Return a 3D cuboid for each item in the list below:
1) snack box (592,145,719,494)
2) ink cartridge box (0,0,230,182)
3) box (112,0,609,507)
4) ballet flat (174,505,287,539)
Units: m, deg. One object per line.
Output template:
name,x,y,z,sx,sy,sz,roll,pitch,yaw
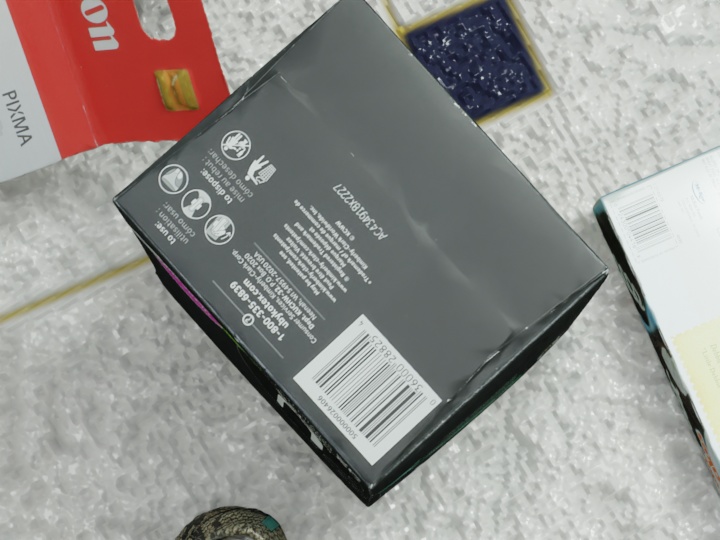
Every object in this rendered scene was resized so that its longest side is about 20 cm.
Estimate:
snack box,0.194,0.039,1.077,0.116,0.037,0.200,-23,83,-3
ink cartridge box,-0.164,-0.106,1.012,0.200,0.050,0.161,0,123,26
box,0.000,0.000,0.999,0.124,0.200,0.149,-41,85,-4
ballet flat,-0.105,0.176,1.037,0.068,0.075,0.200,41,84,4
